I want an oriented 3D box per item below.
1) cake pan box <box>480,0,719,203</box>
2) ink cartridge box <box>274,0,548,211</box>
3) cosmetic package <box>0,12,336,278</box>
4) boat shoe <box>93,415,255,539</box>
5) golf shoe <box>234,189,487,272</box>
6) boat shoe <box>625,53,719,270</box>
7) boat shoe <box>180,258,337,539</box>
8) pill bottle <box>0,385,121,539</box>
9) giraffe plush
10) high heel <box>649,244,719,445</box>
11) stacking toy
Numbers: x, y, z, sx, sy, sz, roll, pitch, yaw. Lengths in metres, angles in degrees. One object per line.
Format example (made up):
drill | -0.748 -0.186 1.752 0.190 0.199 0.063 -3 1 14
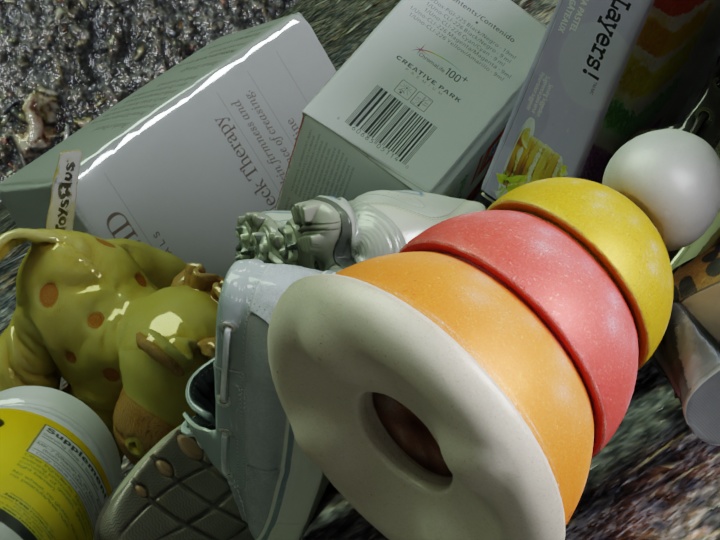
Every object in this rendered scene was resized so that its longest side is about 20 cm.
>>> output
cake pan box | 0.156 -0.113 1.190 0.200 0.052 0.185 -10 -50 -54
ink cartridge box | 0.034 -0.065 1.348 0.176 0.084 0.200 -50 -10 -30
cosmetic package | -0.101 -0.042 1.659 0.200 0.168 0.166 -36 13 -18
boat shoe | -0.057 0.099 1.233 0.200 0.075 0.073 -30 -2 -42
golf shoe | 0.000 0.000 1.186 0.097 0.079 0.200 -13 2 -17
boat shoe | 0.146 -0.039 1.134 0.200 0.065 0.073 -53 -10 -15
boat shoe | -0.041 0.057 1.107 0.201 0.071 0.070 101 -168 -56
pill bottle | -0.187 0.137 1.279 0.114 0.115 0.200 -29 11 14
giraffe plush | -0.116 0.050 1.414 0.162 0.201 0.172 25 38 37
high heel | 0.199 -0.016 1.008 0.200 0.072 0.143 -36 13 8
stacking toy | 0.074 0.014 0.996 0.200 0.146 0.146 -42 15 -27
